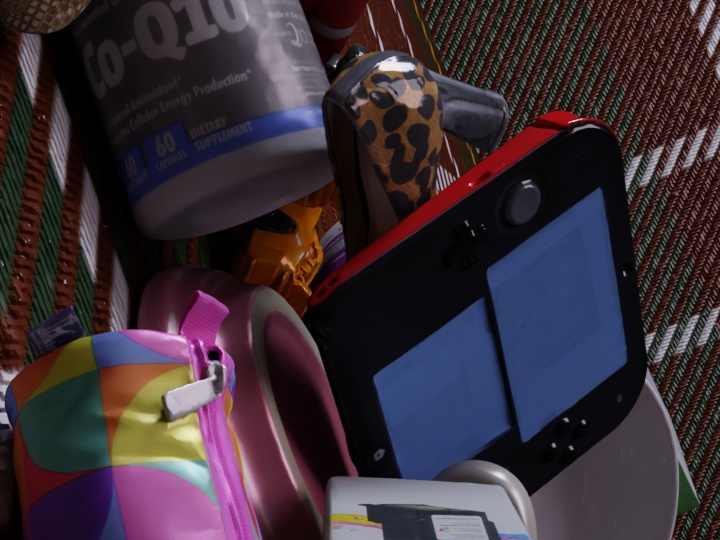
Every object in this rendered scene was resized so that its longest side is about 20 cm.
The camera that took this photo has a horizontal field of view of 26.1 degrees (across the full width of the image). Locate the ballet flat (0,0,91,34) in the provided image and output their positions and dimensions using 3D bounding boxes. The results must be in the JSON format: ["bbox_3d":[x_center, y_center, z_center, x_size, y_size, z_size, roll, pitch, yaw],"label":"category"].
[{"bbox_3d":[-0.120,-0.202,0.676,0.065,0.070,0.202,153,-49,-64],"label":"ballet flat"}]

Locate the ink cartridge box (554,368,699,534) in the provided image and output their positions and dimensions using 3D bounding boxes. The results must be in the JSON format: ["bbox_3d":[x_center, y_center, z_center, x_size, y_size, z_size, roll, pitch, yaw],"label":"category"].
[{"bbox_3d":[0.103,0.129,0.996,0.085,0.198,0.146,63,10,-12],"label":"ink cartridge box"}]

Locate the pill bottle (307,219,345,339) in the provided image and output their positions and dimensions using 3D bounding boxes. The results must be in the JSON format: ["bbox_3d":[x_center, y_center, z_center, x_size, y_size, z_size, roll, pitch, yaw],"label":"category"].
[{"bbox_3d":[0.021,0.050,0.974,0.201,0.111,0.113,-93,158,-62],"label":"pill bottle"}]

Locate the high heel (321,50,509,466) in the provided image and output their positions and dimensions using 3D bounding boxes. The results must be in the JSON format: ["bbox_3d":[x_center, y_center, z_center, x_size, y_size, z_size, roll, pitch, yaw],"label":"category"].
[{"bbox_3d":[0.000,0.000,0.720,0.142,0.071,0.202,4,104,-60],"label":"high heel"}]

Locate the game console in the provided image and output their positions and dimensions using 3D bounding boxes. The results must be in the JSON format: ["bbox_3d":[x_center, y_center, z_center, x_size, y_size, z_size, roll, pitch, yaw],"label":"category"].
[{"bbox_3d":[0.065,0.039,0.743,0.031,0.176,0.201,30,-32,41],"label":"game console"}]

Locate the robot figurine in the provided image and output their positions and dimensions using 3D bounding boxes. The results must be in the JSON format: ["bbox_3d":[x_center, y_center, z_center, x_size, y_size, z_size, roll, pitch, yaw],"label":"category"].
[{"bbox_3d":[-0.025,-0.052,0.926,0.058,0.146,0.200,25,24,0],"label":"robot figurine"}]

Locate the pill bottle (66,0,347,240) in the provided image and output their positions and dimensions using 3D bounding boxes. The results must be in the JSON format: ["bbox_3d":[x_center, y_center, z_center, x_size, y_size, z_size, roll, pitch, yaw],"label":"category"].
[{"bbox_3d":[-0.088,-0.127,0.758,0.114,0.113,0.202,13,56,-78],"label":"pill bottle"}]

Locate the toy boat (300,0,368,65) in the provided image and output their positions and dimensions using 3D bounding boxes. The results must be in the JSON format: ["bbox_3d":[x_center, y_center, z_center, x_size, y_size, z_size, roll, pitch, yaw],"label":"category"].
[{"bbox_3d":[-0.057,-0.157,0.880,0.200,0.129,0.132,126,-21,-62],"label":"toy boat"}]

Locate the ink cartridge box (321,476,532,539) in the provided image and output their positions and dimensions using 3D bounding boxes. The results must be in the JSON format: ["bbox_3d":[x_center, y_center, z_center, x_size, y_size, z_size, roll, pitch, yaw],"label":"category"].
[{"bbox_3d":[0.022,0.170,0.584,0.200,0.082,0.148,-114,-152,-86],"label":"ink cartridge box"}]

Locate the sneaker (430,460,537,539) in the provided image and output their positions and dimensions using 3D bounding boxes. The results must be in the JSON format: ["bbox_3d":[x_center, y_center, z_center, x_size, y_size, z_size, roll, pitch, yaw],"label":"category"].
[{"bbox_3d":[0.049,0.172,0.760,0.084,0.074,0.202,-38,143,-60],"label":"sneaker"}]

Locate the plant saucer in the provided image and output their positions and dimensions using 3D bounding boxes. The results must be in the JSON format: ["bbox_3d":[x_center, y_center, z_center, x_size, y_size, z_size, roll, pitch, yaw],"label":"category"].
[{"bbox_3d":[-0.040,0.087,0.745,0.200,0.050,0.203,-21,90,-81],"label":"plant saucer"}]

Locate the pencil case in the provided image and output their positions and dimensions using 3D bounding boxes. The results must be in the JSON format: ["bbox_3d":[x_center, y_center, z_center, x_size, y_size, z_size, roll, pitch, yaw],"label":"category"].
[{"bbox_3d":[-0.062,0.111,0.491,0.088,0.088,0.202,50,22,-60],"label":"pencil case"}]

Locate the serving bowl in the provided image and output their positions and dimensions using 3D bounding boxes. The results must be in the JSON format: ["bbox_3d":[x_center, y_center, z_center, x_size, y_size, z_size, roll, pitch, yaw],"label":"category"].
[{"bbox_3d":[0.082,0.130,0.863,0.066,0.199,0.201,18,-41,59],"label":"serving bowl"}]
